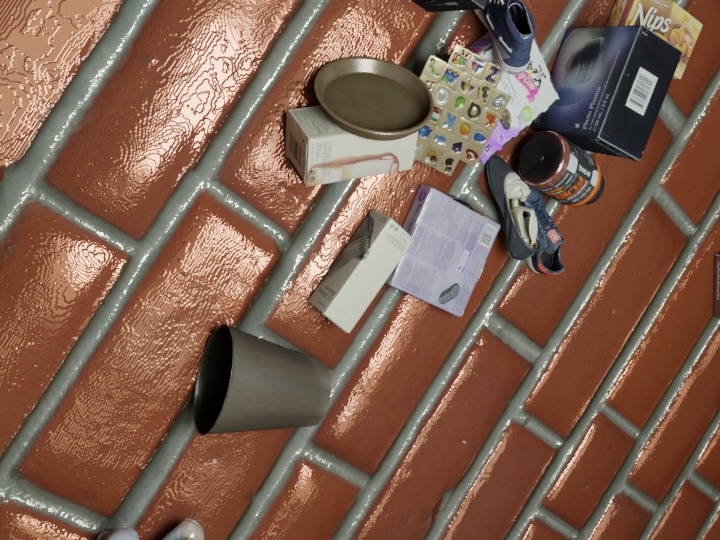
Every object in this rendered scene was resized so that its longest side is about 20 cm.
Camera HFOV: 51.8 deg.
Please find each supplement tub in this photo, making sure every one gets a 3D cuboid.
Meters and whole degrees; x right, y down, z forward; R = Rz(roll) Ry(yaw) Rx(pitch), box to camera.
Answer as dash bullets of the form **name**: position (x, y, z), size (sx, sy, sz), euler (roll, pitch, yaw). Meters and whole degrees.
- **supplement tub**: position (0.392, -0.186, 1.415), size (0.197, 0.106, 0.110), euler (16, 97, -44)

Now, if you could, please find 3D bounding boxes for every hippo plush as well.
- **hippo plush**: position (-0.363, 0.477, 1.231), size (0.158, 0.162, 0.201), euler (29, 133, -13)

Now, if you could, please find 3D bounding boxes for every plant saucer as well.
- **plant saucer**: position (0.020, -0.272, 1.180), size (0.195, 0.203, 0.030), euler (-11, 143, -23)

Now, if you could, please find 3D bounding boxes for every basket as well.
- **basket**: position (-0.158, 0.193, 1.240), size (0.196, 0.136, 0.185), euler (12, 103, -33)

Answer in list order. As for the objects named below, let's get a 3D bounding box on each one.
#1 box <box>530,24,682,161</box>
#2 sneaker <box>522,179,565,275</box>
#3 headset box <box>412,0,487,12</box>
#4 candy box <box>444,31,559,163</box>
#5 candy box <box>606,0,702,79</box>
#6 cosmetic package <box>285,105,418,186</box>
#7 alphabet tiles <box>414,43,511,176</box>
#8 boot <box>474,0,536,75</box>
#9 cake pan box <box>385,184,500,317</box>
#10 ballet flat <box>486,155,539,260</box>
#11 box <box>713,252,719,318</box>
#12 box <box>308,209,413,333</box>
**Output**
- **box**: position (0.442, -0.327, 1.359), size (0.121, 0.198, 0.205), euler (18, 96, -27)
- **sneaker**: position (0.359, -0.082, 1.451), size (0.074, 0.084, 0.204), euler (-29, 115, -16)
- **headset box**: position (0.152, -0.513, 1.172), size (0.091, 0.174, 0.204), euler (21, 96, -30)
- **candy box**: position (0.240, -0.324, 1.329), size (0.199, 0.071, 0.169), euler (-39, 118, -11)
- **candy box**: position (0.581, -0.476, 1.471), size (0.196, 0.055, 0.118), euler (19, 95, -29)
- **cosmetic package**: position (-0.015, -0.211, 1.203), size (0.195, 0.104, 0.089), euler (-12, 132, -22)
- **alphabet tiles**: position (0.158, -0.270, 1.265), size (0.163, 0.006, 0.203), euler (20, 112, -18)
- **boot**: position (0.243, -0.434, 1.230), size (0.071, 0.091, 0.205), euler (-14, 68, -8)
- **cake pan box**: position (0.152, -0.038, 1.378), size (0.181, 0.052, 0.204), euler (21, 94, -32)
- **ballet flat**: position (0.295, -0.121, 1.390), size (0.071, 0.073, 0.206), euler (-17, 96, -21)
- **box**: position (0.969, 0.028, 1.750), size (0.195, 0.164, 0.170), euler (-18, 113, -21)
- **box**: position (0.000, 0.000, 1.293), size (0.068, 0.082, 0.202), euler (38, 84, -30)
